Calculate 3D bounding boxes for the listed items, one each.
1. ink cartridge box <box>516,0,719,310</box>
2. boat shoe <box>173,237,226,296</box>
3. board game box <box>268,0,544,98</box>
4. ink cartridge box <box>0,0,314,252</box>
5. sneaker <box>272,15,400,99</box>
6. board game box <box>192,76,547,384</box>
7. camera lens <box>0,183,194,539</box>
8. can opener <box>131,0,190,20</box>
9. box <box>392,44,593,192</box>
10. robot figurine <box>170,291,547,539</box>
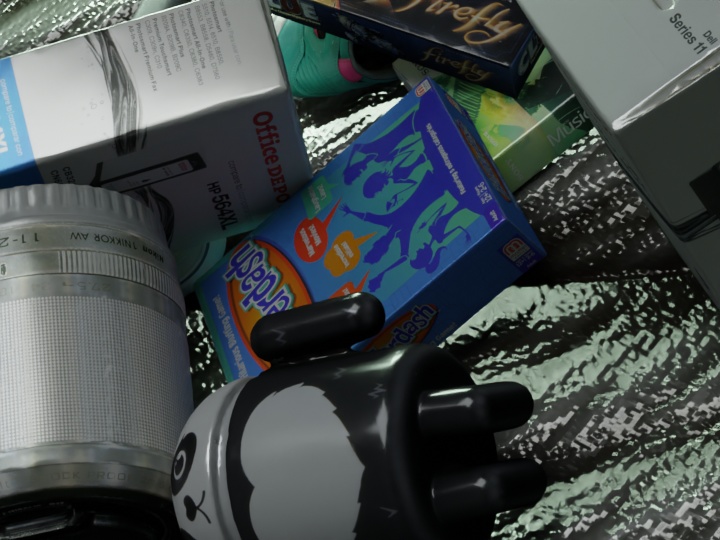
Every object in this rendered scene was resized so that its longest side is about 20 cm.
[{"bbox_3d":[0.175,-0.070,1.174,0.083,0.200,0.147,-34,39,5],"label":"ink cartridge box"},{"bbox_3d":[-0.183,-0.005,1.466,0.199,0.065,0.074,-15,80,26],"label":"boat shoe"},{"bbox_3d":[0.037,-0.198,1.419,0.199,0.035,0.136,21,65,21],"label":"board game box"},{"bbox_3d":[-0.135,-0.076,1.373,0.199,0.146,0.085,-16,61,0],"label":"ink cartridge box"},{"bbox_3d":[0.020,-0.199,1.502,0.121,0.084,0.201,9,66,47],"label":"sneaker"},{"bbox_3d":[0.000,0.000,1.336,0.200,0.045,0.152,-42,39,13],"label":"board game box"},{"bbox_3d":[-0.176,0.072,1.304,0.159,0.160,0.201,-19,61,21],"label":"camera lens"},{"bbox_3d":[-0.143,-0.119,1.551,0.067,0.053,0.200,7,50,20],"label":"can opener"},{"bbox_3d":[0.131,-0.150,1.414,0.200,0.036,0.144,-40,39,0],"label":"box"},{"bbox_3d":[-0.006,0.106,1.201,0.199,0.125,0.151,-11,47,28],"label":"robot figurine"}]
